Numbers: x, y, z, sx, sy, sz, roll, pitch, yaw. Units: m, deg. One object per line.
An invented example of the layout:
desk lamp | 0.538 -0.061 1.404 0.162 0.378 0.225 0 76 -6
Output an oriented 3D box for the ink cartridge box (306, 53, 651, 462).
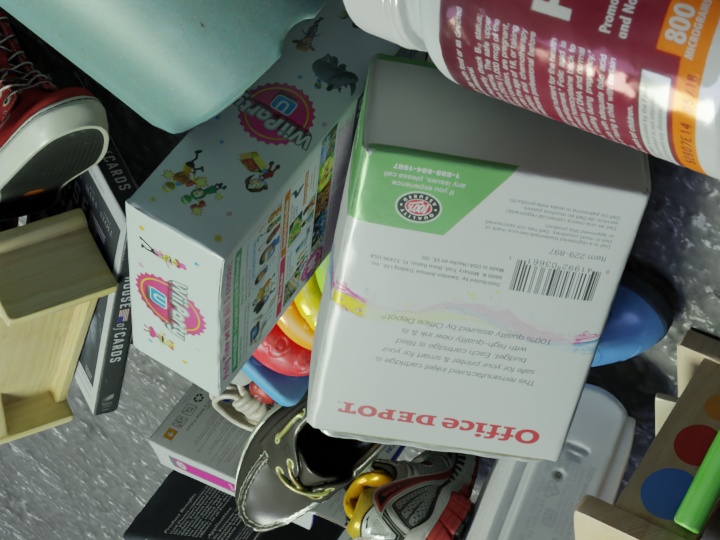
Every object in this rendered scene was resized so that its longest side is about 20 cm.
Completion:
ink cartridge box | 0.056 -0.001 0.963 0.144 0.088 0.201 8 130 -4

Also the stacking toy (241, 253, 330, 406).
stacking toy | 0.000 0.000 1.143 0.199 0.117 0.110 -17 123 44

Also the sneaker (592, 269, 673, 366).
sneaker | 0.102 0.047 1.097 0.199 0.079 0.066 -10 124 53

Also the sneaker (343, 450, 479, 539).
sneaker | 0.034 0.154 1.265 0.082 0.078 0.200 23 -175 3

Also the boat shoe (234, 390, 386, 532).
boat shoe | -0.028 0.119 1.269 0.071 0.061 0.201 33 120 -13

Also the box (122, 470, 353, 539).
box | -0.059 0.250 1.537 0.196 0.124 0.200 -4 131 54

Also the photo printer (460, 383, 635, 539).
photo printer | 0.105 0.171 1.162 0.069 0.168 0.200 23 161 2

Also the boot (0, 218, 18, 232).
boot | -0.292 -0.069 1.315 0.073 0.156 0.200 -16 145 7

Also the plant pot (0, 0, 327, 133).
plant pot | -0.117 -0.186 0.908 0.196 0.201 0.200 43 152 -20

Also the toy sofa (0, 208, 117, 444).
toy sofa | -0.240 0.033 1.279 0.098 0.082 0.200 60 149 22

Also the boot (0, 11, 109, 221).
boot | -0.228 -0.124 1.206 0.200 0.072 0.146 -25 79 64

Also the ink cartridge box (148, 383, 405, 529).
ink cartridge box | -0.059 0.134 1.394 0.199 0.095 0.037 17 146 35

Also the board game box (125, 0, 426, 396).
board game box | -0.043 -0.051 0.994 0.064 0.200 0.148 30 150 12

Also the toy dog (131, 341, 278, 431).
toy dog | -0.084 0.035 1.315 0.131 0.097 0.200 4 151 43

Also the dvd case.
dvd case | -0.195 -0.017 1.289 0.151 0.025 0.201 58 148 33

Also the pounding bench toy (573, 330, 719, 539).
pounding bench toy | 0.200 0.124 1.008 0.123 0.156 0.201 23 148 27

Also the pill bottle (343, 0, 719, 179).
pill bottle | 0.098 -0.124 0.814 0.199 0.114 0.115 23 148 27
